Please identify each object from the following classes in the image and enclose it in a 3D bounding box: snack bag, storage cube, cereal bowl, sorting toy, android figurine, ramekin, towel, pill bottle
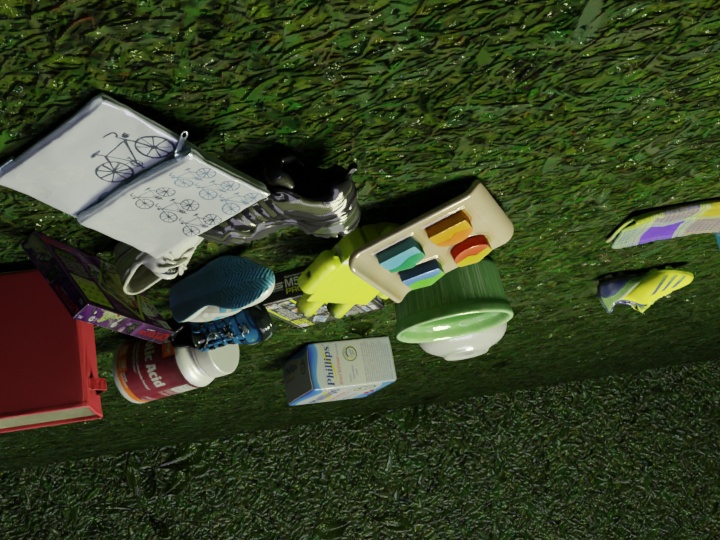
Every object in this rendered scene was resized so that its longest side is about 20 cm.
[{"bbox_3d":[-0.218,-0.082,0.830,0.187,0.022,0.199,-22,145,34],"label":"snack bag"},{"bbox_3d":[-0.436,0.108,1.130,0.198,0.182,0.171,-8,168,-12],"label":"storage cube"},{"bbox_3d":[0.216,0.138,1.846,0.198,0.084,0.200,-10,163,-3],"label":"cereal bowl"},{"bbox_3d":[0.102,-0.027,1.164,0.199,0.037,0.185,-31,153,13],"label":"sorting toy"},{"bbox_3d":[0.000,0.000,1.218,0.181,0.041,0.200,8,139,-46],"label":"android figurine"},{"bbox_3d":[0.148,0.049,1.462,0.198,0.099,0.200,-9,165,-3],"label":"ramekin"},{"bbox_3d":[0.509,-0.075,1.402,0.198,0.023,0.144,-9,165,-6],"label":"towel"},{"bbox_3d":[-0.315,0.152,1.499,0.198,0.115,0.114,-18,163,23],"label":"pill bottle"}]

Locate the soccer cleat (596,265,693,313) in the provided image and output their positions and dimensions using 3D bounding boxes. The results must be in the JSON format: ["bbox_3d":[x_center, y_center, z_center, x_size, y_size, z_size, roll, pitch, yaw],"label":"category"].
[{"bbox_3d":[0.564,0.041,1.726,0.198,0.085,0.065,-8,164,-8],"label":"soccer cleat"}]

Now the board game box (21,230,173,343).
[{"bbox_3d":[-0.313,0.025,1.061,0.032,0.120,0.200,-39,159,5],"label":"board game box"}]

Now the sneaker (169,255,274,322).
[{"bbox_3d":[-0.184,0.024,1.231,0.199,0.077,0.080,-15,172,42],"label":"sneaker"}]

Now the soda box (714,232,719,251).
[{"bbox_3d":[0.725,-0.060,1.517,0.198,0.065,0.068,-6,164,-13],"label":"soda box"}]

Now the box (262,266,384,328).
[{"bbox_3d":[-0.063,0.039,1.395,0.159,0.045,0.200,-14,163,14],"label":"box"}]

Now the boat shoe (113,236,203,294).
[{"bbox_3d":[-0.230,-0.023,1.030,0.199,0.066,0.072,-23,159,39],"label":"boat shoe"}]

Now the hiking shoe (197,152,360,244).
[{"bbox_3d":[-0.099,-0.086,0.919,0.198,0.076,0.101,-4,141,-3],"label":"hiking shoe"}]

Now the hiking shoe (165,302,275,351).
[{"bbox_3d":[-0.210,0.095,1.326,0.199,0.075,0.087,-8,-157,45],"label":"hiking shoe"}]

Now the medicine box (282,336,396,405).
[{"bbox_3d":[-0.050,0.224,1.936,0.198,0.104,0.182,-4,163,-24],"label":"medicine box"}]
